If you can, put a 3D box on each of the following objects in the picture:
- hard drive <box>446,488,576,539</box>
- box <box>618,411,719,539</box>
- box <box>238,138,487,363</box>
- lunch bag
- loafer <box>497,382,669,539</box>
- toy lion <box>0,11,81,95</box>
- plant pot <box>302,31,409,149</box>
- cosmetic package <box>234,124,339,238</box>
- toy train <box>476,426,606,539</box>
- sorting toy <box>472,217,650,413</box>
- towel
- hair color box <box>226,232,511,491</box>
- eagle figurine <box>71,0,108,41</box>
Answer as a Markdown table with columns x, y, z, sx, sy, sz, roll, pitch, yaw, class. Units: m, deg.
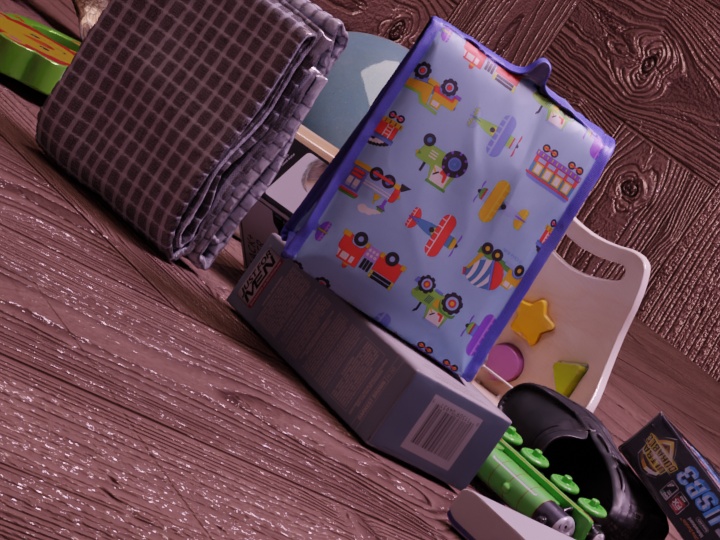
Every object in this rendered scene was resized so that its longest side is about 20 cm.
| x | y | z | sx | sy | sz | roll | pitch | yaw | class |
| --- | --- | --- | --- | --- | --- | --- | --- | --- | --- |
| 0.153 | 0.203 | 1.554 | 0.200 | 0.025 | 0.132 | 29 | 9 | -47 | hard drive |
| 0.288 | 0.218 | 1.799 | 0.198 | 0.050 | 0.200 | 41 | 10 | -42 | box |
| 0.000 | 0.000 | 1.850 | 0.200 | 0.060 | 0.117 | 37 | -27 | 24 | box |
| 0.063 | -0.057 | 1.658 | 0.150 | 0.201 | 0.094 | 34 | 7 | -8 | lunch bag |
| 0.154 | 0.138 | 1.850 | 0.070 | 0.068 | 0.201 | 40 | 6 | -39 | loafer |
| -0.257 | -0.174 | 2.088 | 0.191 | 0.069 | 0.200 | 25 | 9 | -16 | toy lion |
| -0.015 | -0.088 | 2.201 | 0.199 | 0.200 | 0.135 | 33 | 30 | -18 | plant pot |
| -0.038 | -0.050 | 2.085 | 0.199 | 0.106 | 0.071 | 31 | 7 | -19 | cosmetic package |
| 0.091 | 0.129 | 1.732 | 0.056 | 0.042 | 0.200 | 13 | 21 | -48 | toy train |
| 0.135 | 0.034 | 2.006 | 0.200 | 0.181 | 0.107 | 37 | 7 | 18 | sorting toy |
| -0.121 | -0.127 | 1.771 | 0.165 | 0.201 | 0.085 | 38 | 8 | 33 | towel |
| 0.003 | 0.059 | 1.684 | 0.099 | 0.061 | 0.200 | 30 | 9 | -40 | hair color box |
| -0.296 | -0.309 | 2.584 | 0.199 | 0.152 | 0.152 | 26 | -8 | 25 | eagle figurine |
